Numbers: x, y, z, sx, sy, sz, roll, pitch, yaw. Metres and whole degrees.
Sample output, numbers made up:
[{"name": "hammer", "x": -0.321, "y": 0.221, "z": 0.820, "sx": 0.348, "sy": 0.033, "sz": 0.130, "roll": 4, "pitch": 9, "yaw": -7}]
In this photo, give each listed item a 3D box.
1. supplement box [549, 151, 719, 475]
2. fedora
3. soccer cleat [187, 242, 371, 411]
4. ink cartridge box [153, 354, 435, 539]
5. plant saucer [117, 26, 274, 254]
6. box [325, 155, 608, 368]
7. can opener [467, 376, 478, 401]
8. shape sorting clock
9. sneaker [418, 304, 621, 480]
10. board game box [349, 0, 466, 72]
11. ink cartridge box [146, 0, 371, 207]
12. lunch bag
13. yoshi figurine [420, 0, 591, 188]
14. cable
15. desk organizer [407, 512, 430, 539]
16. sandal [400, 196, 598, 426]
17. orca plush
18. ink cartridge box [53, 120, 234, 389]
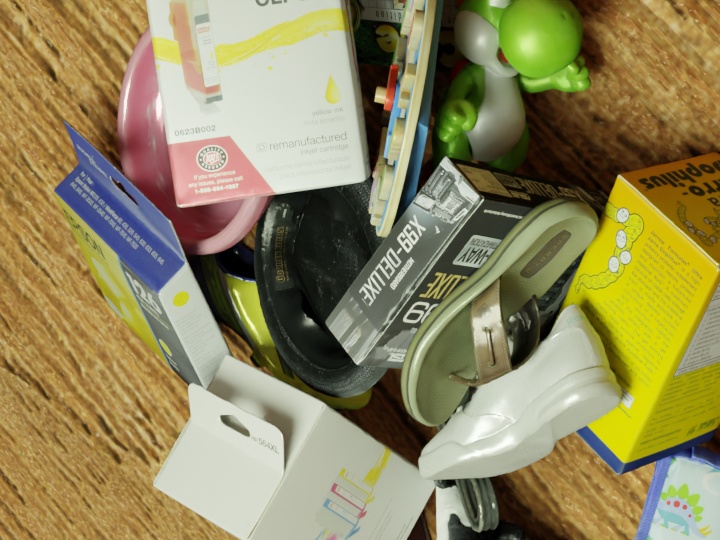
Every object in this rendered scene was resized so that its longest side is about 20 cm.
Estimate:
[{"name": "supplement box", "x": 0.223, "y": 0.031, "z": 1.363, "sx": 0.110, "sy": 0.109, "sz": 0.201, "roll": 46, "pitch": 133, "yaw": 33}, {"name": "fedora", "x": 0.000, "y": 0.000, "z": 1.496, "sx": 0.200, "sy": 0.091, "sz": 0.202, "roll": 4, "pitch": 96, "yaw": 50}, {"name": "soccer cleat", "x": -0.065, "y": 0.041, "z": 1.600, "sx": 0.200, "sy": 0.065, "sz": 0.084, "roll": 39, "pitch": 112, "yaw": 4}, {"name": "ink cartridge box", "x": -0.060, "y": 0.169, "z": 1.530, "sx": 0.128, "sy": 0.126, "sz": 0.200, "roll": 21, "pitch": 168, "yaw": 43}, {"name": "plant saucer", "x": -0.122, "y": -0.114, "z": 1.520, "sx": 0.200, "sy": 0.051, "sz": 0.202, "roll": 7, "pitch": 100, "yaw": 47}, {"name": "box", "x": 0.090, "y": 0.003, "z": 1.371, "sx": 0.158, "sy": 0.200, "sz": 0.050, "roll": -54, "pitch": 55, "yaw": 22}, {"name": "can opener", "x": 0.177, "y": 0.108, "z": 1.501, "sx": 0.199, "sy": 0.053, "sz": 0.067, "roll": 10, "pitch": 154, "yaw": 29}, {"name": "shape sorting clock", "x": 0.030, "y": -0.123, "z": 1.343, "sx": 0.039, "sy": 0.200, "sz": 0.201, "roll": 8, "pitch": 122, "yaw": 0}, {"name": "sneaker", "x": 0.112, "y": 0.092, "z": 1.389, "sx": 0.200, "sy": 0.075, "sz": 0.089, "roll": -36, "pitch": 60, "yaw": 42}, {"name": "board game box", "x": 0.045, "y": -0.204, "z": 1.423, "sx": 0.199, "sy": 0.023, "sz": 0.105, "roll": 9, "pitch": 121, "yaw": 28}, {"name": "ink cartridge box", "x": -0.077, "y": -0.157, "z": 1.384, "sx": 0.144, "sy": 0.083, "sz": 0.201, "roll": -8, "pitch": 96, "yaw": 4}, {"name": "lunch bag", "x": 0.288, "y": 0.242, "z": 1.441, "sx": 0.169, "sy": 0.127, "sz": 0.201, "roll": 15, "pitch": 111, "yaw": 8}, {"name": "yoshi figurine", "x": 0.108, "y": -0.128, "z": 1.352, "sx": 0.111, "sy": 0.113, "sz": 0.201, "roll": 12, "pitch": 120, "yaw": 7}, {"name": "cable", "x": 0.064, "y": 0.123, "z": 1.511, "sx": 0.097, "sy": 0.050, "sz": 0.201, "roll": 120, "pitch": 146, "yaw": -57}, {"name": "desk organizer", "x": 0.025, "y": 0.293, "z": 1.670, "sx": 0.071, "sy": 0.077, "sz": 0.201, "roll": -2, "pitch": 114, "yaw": 33}, {"name": "sandal", "x": 0.099, "y": 0.036, "z": 1.318, "sx": 0.201, "sy": 0.080, "sz": 0.057, "roll": -52, "pitch": 55, "yaw": 19}, {"name": "orca plush", "x": 0.098, "y": 0.209, "z": 1.519, "sx": 0.071, "sy": 0.200, "sz": 0.106, "roll": -5, "pitch": 101, "yaw": 7}, {"name": "ink cartridge box", "x": -0.187, "y": -0.002, "z": 1.573, "sx": 0.198, "sy": 0.047, "sz": 0.200, "roll": 40, "pitch": 160, "yaw": 45}]
